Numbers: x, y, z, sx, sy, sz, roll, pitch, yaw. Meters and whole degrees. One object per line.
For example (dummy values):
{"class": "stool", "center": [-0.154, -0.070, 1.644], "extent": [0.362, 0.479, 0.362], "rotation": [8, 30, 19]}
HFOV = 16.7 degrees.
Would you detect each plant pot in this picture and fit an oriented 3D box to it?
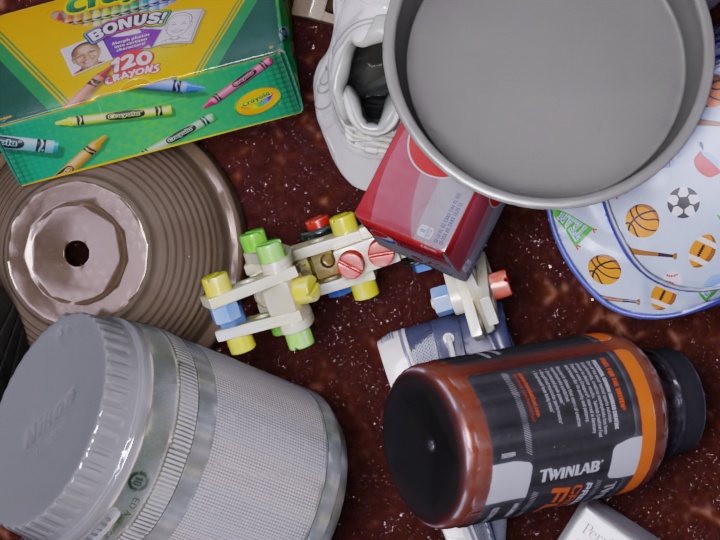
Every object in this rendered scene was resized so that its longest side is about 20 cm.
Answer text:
{"class": "plant pot", "center": [-0.181, -0.012, 1.657], "extent": [0.200, 0.093, 0.202], "rotation": [0, 90, 10]}

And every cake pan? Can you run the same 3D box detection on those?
{"class": "cake pan", "center": [0.113, -0.130, 1.483], "extent": [0.199, 0.037, 0.201], "rotation": [0, 77, 0]}

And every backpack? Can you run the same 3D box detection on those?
{"class": "backpack", "center": [0.212, -0.056, 1.573], "extent": [0.190, 0.154, 0.201], "rotation": [-22, 89, 17]}

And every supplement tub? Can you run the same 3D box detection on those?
{"class": "supplement tub", "center": [0.121, 0.097, 1.556], "extent": [0.199, 0.107, 0.107], "rotation": [-8, 89, -29]}

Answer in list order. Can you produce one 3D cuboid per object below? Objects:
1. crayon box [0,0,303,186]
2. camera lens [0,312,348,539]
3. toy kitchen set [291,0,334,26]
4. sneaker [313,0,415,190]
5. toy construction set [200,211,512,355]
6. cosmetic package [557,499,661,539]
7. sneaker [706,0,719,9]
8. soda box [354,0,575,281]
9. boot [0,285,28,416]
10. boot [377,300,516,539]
{"class": "crayon box", "center": [-0.142, -0.137, 1.630], "extent": [0.199, 0.119, 0.058], "rotation": [-15, 133, 6]}
{"class": "camera lens", "center": [-0.120, 0.127, 1.583], "extent": [0.200, 0.160, 0.160], "rotation": [24, 95, -32]}
{"class": "toy kitchen set", "center": [0.082, -0.227, 1.574], "extent": [0.163, 0.200, 0.181], "rotation": [14, 93, -21]}
{"class": "sneaker", "center": [0.004, -0.111, 1.582], "extent": [0.078, 0.200, 0.100], "rotation": [2, 49, 3]}
{"class": "toy construction set", "center": [0.000, 0.000, 1.608], "extent": [0.199, 0.131, 0.093], "rotation": [-3, 102, 6]}
{"class": "cosmetic package", "center": [0.141, 0.261, 1.616], "extent": [0.113, 0.081, 0.200], "rotation": [31, 96, 6]}
{"class": "sneaker", "center": [0.155, -0.162, 1.611], "extent": [0.200, 0.080, 0.071], "rotation": [-35, 87, 9]}
{"class": "soda box", "center": [0.075, -0.100, 1.543], "extent": [0.070, 0.063, 0.200], "rotation": [23, 80, 22]}
{"class": "boot", "center": [-0.297, 0.079, 1.649], "extent": [0.150, 0.200, 0.073], "rotation": [2, 47, 14]}
{"class": "boot", "center": [0.086, 0.123, 1.628], "extent": [0.090, 0.073, 0.201], "rotation": [-20, 92, 4]}
